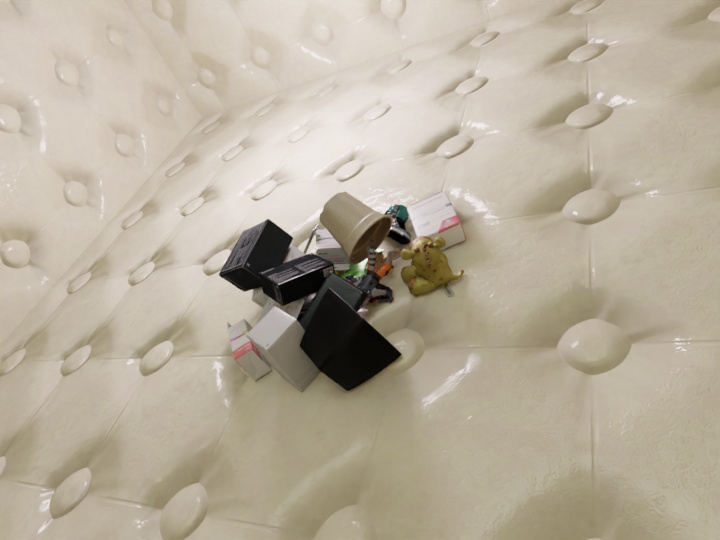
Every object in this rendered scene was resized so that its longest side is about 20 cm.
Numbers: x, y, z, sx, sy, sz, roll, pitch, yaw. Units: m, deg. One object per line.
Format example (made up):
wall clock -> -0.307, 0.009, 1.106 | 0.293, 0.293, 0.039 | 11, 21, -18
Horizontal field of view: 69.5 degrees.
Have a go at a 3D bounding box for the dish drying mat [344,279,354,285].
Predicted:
dish drying mat -> -0.092, 0.052, 1.673 | 0.077, 0.018, 0.200 | -54, 32, -10

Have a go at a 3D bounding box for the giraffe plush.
giraffe plush -> 0.193, -0.029, 1.527 | 0.172, 0.163, 0.200 | -39, 37, -12

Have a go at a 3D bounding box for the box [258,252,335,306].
box -> -0.197, 0.024, 1.638 | 0.199, 0.079, 0.141 | -23, 30, -29

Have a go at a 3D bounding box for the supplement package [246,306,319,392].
supplement package -> -0.206, 0.224, 1.481 | 0.120, 0.201, 0.121 | -46, 40, -19

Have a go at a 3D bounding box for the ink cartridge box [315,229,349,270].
ink cartridge box -> -0.098, -0.075, 1.809 | 0.115, 0.067, 0.200 | -3, 28, -4

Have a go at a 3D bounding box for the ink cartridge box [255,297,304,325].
ink cartridge box -> -0.250, 0.151, 1.668 | 0.199, 0.043, 0.175 | 25, 90, 49

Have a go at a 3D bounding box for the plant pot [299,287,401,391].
plant pot -> -0.045, 0.201, 1.415 | 0.178, 0.200, 0.199 | -48, 39, -5

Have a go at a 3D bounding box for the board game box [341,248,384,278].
board game box -> 0.000, 0.000, 1.744 | 0.095, 0.030, 0.201 | 10, 55, 39

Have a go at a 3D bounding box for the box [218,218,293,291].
box -> -0.361, -0.047, 1.796 | 0.198, 0.123, 0.201 | -14, 46, 52

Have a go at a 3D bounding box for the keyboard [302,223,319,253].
keyboard -> -0.193, -0.083, 1.870 | 0.201, 0.011, 0.056 | -61, 4, 39

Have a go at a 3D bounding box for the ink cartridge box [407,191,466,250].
ink cartridge box -> 0.246, -0.157, 1.706 | 0.145, 0.085, 0.201 | -23, 39, 10

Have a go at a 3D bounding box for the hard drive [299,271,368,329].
hard drive -> -0.086, 0.121, 1.561 | 0.139, 0.033, 0.201 | 31, 87, 22

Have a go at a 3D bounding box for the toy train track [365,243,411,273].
toy train track -> 0.110, -0.036, 1.704 | 0.199, 0.033, 0.115 | -29, 46, -10

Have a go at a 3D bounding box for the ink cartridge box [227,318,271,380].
ink cartridge box -> -0.355, 0.236, 1.642 | 0.067, 0.117, 0.200 | -33, 37, -2

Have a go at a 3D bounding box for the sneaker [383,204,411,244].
sneaker -> 0.136, -0.166, 1.802 | 0.121, 0.084, 0.200 | -49, 38, -9

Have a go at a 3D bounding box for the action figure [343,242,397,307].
action figure -> 0.015, 0.017, 1.613 | 0.199, 0.104, 0.195 | 14, 83, 34

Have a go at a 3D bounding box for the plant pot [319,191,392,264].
plant pot -> -0.028, -0.155, 1.696 | 0.200, 0.201, 0.183 | -42, 71, -15

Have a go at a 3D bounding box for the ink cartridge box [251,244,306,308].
ink cartridge box -> -0.280, 0.024, 1.815 | 0.200, 0.084, 0.147 | -38, 31, 24

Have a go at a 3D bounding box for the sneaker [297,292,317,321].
sneaker -> -0.126, 0.106, 1.667 | 0.199, 0.076, 0.116 | -13, 42, 27

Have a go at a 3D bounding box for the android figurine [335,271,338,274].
android figurine -> -0.159, 0.015, 1.828 | 0.199, 0.041, 0.182 | 13, 55, 46
